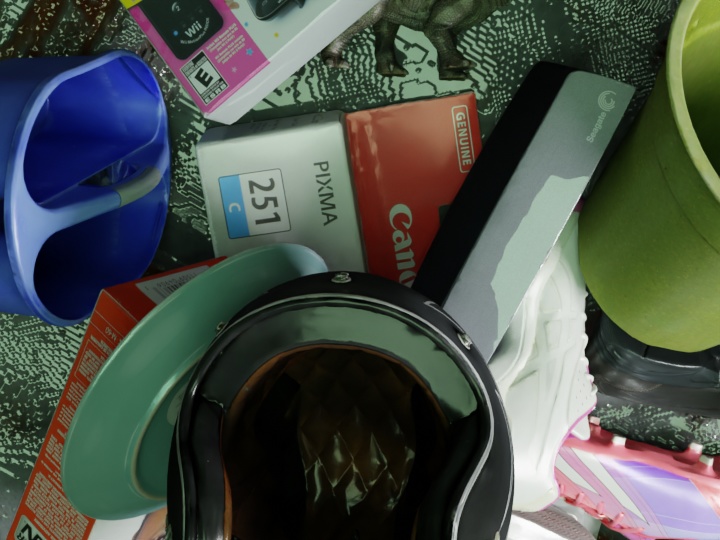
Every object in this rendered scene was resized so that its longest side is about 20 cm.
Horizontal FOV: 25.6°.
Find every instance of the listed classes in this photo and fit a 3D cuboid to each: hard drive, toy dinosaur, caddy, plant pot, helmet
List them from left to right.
[{"bbox_3d":[-0.170,-0.051,0.912,0.104,0.200,0.143,5,110,17],"label":"caddy"},{"bbox_3d":[-0.009,0.104,0.821,0.198,0.192,0.201,4,146,3],"label":"helmet"},{"bbox_3d":[0.027,-0.168,0.942,0.198,0.077,0.104,4,90,15],"label":"toy dinosaur"},{"bbox_3d":[0.084,-0.030,0.931,0.042,0.135,0.201,27,97,-10],"label":"hard drive"},{"bbox_3d":[0.215,-0.042,0.891,0.199,0.201,0.190,27,149,-7],"label":"plant pot"}]

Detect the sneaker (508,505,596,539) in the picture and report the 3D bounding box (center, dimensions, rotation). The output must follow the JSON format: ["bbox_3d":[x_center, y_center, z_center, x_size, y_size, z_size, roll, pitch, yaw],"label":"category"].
[{"bbox_3d":[0.042,0.179,1.001,0.199,0.074,0.116,28,105,-18],"label":"sneaker"}]

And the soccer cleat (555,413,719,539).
[{"bbox_3d":[0.160,0.137,1.023,0.198,0.067,0.077,14,100,-7],"label":"soccer cleat"}]

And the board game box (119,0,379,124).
[{"bbox_3d":[-0.085,-0.208,0.897,0.147,0.064,0.201,-38,83,11],"label":"board game box"}]

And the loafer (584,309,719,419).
[{"bbox_3d":[0.234,0.062,1.009,0.198,0.073,0.072,16,145,-11],"label":"loafer"}]

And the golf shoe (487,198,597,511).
[{"bbox_3d":[0.109,0.053,0.972,0.091,0.075,0.201,28,75,-11],"label":"golf shoe"}]

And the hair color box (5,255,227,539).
[{"bbox_3d":[-0.131,0.097,0.966,0.064,0.110,0.201,40,122,23],"label":"hair color box"}]

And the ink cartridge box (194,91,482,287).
[{"bbox_3d":[0.000,0.000,0.997,0.174,0.045,0.202,-8,106,5],"label":"ink cartridge box"}]

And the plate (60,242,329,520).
[{"bbox_3d":[-0.084,0.072,0.906,0.026,0.200,0.201,42,105,26],"label":"plate"}]

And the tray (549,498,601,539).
[{"bbox_3d":[0.060,0.177,1.059,0.198,0.022,0.109,10,105,-2],"label":"tray"}]
